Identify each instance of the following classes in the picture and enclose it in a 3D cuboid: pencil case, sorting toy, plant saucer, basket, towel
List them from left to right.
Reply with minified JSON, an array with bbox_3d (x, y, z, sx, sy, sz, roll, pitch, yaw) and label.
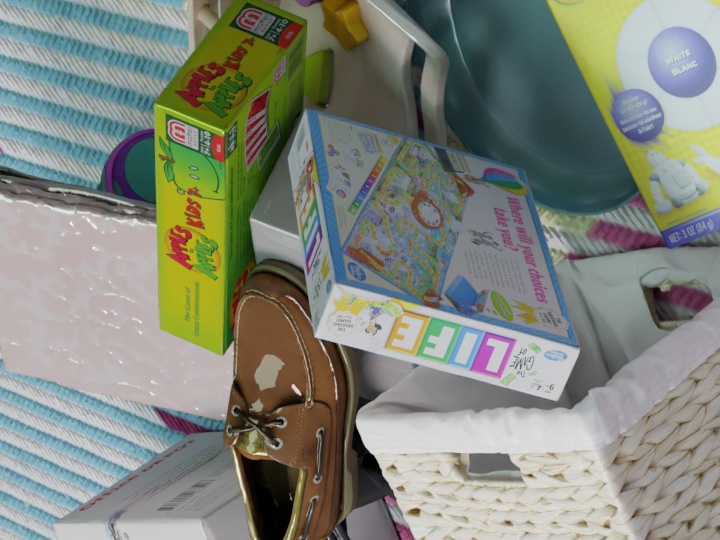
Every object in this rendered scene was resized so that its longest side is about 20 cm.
[{"bbox_3d":[-0.164,0.020,1.788,0.199,0.032,0.191,12,137,17],"label":"towel"},{"bbox_3d":[-0.159,-0.010,1.854,0.085,0.092,0.200,51,145,17],"label":"pencil case"},{"bbox_3d":[-0.018,-0.136,1.561,0.180,0.107,0.200,38,148,27],"label":"sorting toy"},{"bbox_3d":[0.105,-0.128,1.493,0.200,0.027,0.201,30,136,34],"label":"plant saucer"},{"bbox_3d":[0.143,0.099,1.463,0.198,0.200,0.161,-5,112,51],"label":"basket"}]

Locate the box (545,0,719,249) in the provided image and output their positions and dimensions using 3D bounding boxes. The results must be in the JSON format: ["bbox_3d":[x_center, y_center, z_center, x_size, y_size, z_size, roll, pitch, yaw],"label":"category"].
[{"bbox_3d":[0.171,-0.124,1.370,0.117,0.048,0.201,-24,95,36],"label":"box"}]

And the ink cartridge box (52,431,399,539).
[{"bbox_3d":[-0.090,0.207,1.882,0.200,0.147,0.145,-7,110,53],"label":"ink cartridge box"}]

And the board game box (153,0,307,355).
[{"bbox_3d":[-0.077,-0.054,1.553,0.047,0.102,0.200,23,142,15],"label":"board game box"}]

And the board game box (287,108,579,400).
[{"bbox_3d":[0.035,-0.012,1.400,0.200,0.134,0.034,-100,28,-61],"label":"board game box"}]

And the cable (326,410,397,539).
[{"bbox_3d":[0.027,0.189,1.648,0.163,0.051,0.201,-44,66,41],"label":"cable"}]

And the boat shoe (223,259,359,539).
[{"bbox_3d":[-0.044,0.090,1.568,0.072,0.068,0.201,16,132,34],"label":"boat shoe"}]

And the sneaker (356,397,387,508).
[{"bbox_3d":[-0.037,0.075,1.751,0.075,0.106,0.201,-8,109,53],"label":"sneaker"}]

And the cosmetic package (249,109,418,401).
[{"bbox_3d":[0.000,0.000,1.594,0.106,0.090,0.200,20,158,11],"label":"cosmetic package"}]
